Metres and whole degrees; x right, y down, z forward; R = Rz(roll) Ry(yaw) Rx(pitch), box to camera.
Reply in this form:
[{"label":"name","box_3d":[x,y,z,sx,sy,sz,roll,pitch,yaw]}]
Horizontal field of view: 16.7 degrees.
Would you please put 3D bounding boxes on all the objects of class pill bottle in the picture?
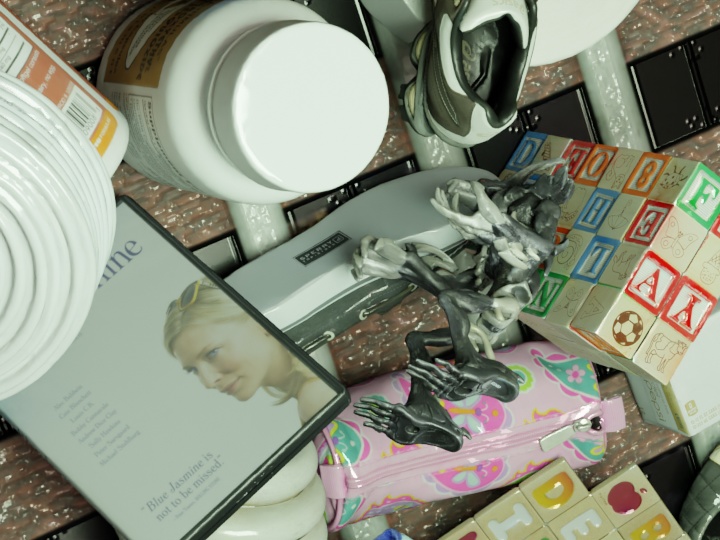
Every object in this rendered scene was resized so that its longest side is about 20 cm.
[{"label":"pill bottle","box_3d":[-0.231,-0.105,1.331,0.200,0.112,0.112,43,79,-21]},{"label":"pill bottle","box_3d":[-0.065,-0.095,1.355,0.114,0.200,0.115,-3,98,-23]}]

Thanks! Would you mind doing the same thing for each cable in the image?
[{"label":"cable","box_3d":[-0.230,-0.019,1.276,0.200,0.069,0.200,-31,116,19]}]

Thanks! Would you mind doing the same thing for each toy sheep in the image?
[{"label":"toy sheep","box_3d":[-0.081,0.141,1.414,0.138,0.138,0.200,3,116,-24]}]

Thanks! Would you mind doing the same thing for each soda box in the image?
[{"label":"soda box","box_3d":[0.265,0.029,1.588,0.200,0.064,0.068,-28,107,-17]}]

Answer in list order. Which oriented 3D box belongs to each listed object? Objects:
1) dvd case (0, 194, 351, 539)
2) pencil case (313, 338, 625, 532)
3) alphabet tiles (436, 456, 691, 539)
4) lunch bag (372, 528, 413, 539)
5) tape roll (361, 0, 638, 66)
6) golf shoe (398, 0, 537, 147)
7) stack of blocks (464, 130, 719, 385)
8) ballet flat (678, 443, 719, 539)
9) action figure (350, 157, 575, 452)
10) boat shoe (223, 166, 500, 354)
[{"label":"dvd case","box_3d":[-0.121,0.059,1.371,0.143,0.200,0.018,-43,150,-13]},{"label":"pencil case","box_3d":[0.057,0.098,1.496,0.199,0.087,0.088,-11,101,-21]},{"label":"alphabet tiles","box_3d":[0.112,0.208,1.532,0.200,0.006,0.167,-34,120,4]},{"label":"lunch bag","box_3d":[0.020,0.265,1.463,0.170,0.128,0.200,30,127,-26]},{"label":"tape roll","box_3d":[0.085,-0.224,1.474,0.202,0.071,0.203,-3,97,-23]},{"label":"golf shoe","box_3d":[0.073,-0.169,1.388,0.078,0.094,0.201,-2,96,-22]},{"label":"stack of blocks","box_3d":[0.138,-0.011,1.453,0.059,0.200,0.115,35,83,-25]},{"label":"ballet flat","box_3d":[0.235,0.204,1.601,0.066,0.057,0.201,14,91,-25]},{"label":"action figure","box_3d":[0.058,-0.002,1.384,0.102,0.119,0.200,32,47,-13]},{"label":"boat shoe","box_3d":[0.000,0.000,1.475,0.200,0.069,0.057,-27,128,-18]}]
